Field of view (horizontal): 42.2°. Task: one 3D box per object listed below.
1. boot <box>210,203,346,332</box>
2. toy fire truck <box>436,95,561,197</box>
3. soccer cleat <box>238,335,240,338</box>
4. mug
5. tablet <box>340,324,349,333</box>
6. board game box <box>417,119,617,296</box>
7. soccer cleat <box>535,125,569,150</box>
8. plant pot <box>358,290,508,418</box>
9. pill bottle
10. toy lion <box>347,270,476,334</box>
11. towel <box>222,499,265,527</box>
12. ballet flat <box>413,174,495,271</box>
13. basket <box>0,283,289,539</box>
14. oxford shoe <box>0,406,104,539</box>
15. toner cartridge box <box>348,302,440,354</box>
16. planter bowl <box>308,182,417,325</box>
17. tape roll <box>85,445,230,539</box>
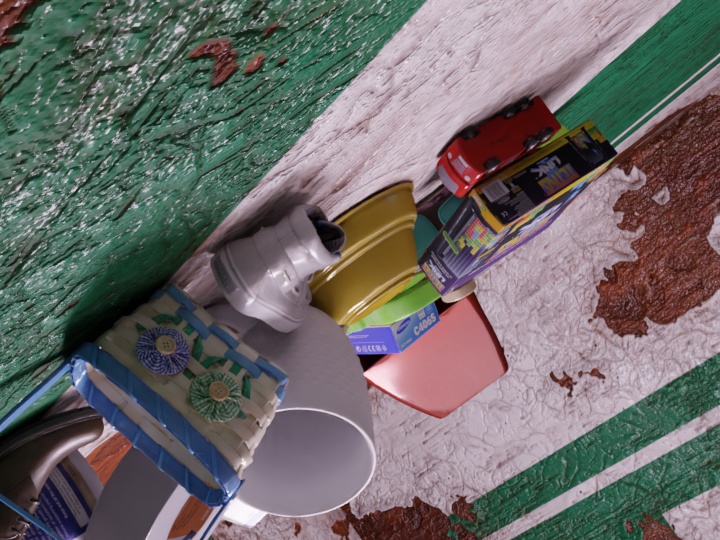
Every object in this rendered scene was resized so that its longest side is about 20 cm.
[{"bbox_3d":[-0.050,-0.002,0.793,0.095,0.074,0.200,-30,172,6],"label":"boot"},{"bbox_3d":[0.146,-0.125,1.025,0.199,0.049,0.141,-31,170,-34],"label":"toy fire truck"},{"bbox_3d":[-0.145,0.112,1.015,0.066,0.077,0.200,-20,171,8],"label":"soccer cleat"},{"bbox_3d":[-0.081,0.108,0.897,0.147,0.199,0.176,-39,-149,22],"label":"mug"},{"bbox_3d":[-0.067,0.096,1.095,0.129,0.014,0.201,-21,-150,32],"label":"tablet"},{"bbox_3d":[0.176,-0.069,1.057,0.199,0.057,0.166,-31,165,-30],"label":"board game box"},{"bbox_3d":[0.200,-0.111,1.216,0.199,0.081,0.068,-37,172,4],"label":"soccer cleat"},{"bbox_3d":[0.109,0.100,1.407,0.199,0.176,0.200,-37,-153,11],"label":"plant pot"},{"bbox_3d":[-0.359,0.278,0.957,0.199,0.116,0.116,-32,171,-28],"label":"pill bottle"},{"bbox_3d":[0.032,0.030,1.229,0.190,0.069,0.200,-32,-165,-11],"label":"toy lion"},{"bbox_3d":[-0.160,0.234,1.123,0.199,0.024,0.147,33,108,-36],"label":"towel"},{"bbox_3d":[0.091,-0.057,1.151,0.199,0.069,0.071,-38,-176,-2],"label":"ballet flat"},{"bbox_3d":[-0.164,0.122,0.703,0.201,0.176,0.139,-53,180,-22],"label":"basket"},{"bbox_3d":[-0.305,0.195,0.826,0.199,0.085,0.073,-35,171,-18],"label":"oxford shoe"},{"bbox_3d":[0.005,0.076,1.297,0.199,0.044,0.095,-6,-158,45],"label":"toner cartridge box"},{"bbox_3d":[0.000,0.000,0.999,0.199,0.084,0.200,-36,173,-5],"label":"planter bowl"},{"bbox_3d":[-0.195,0.234,0.976,0.201,0.066,0.201,-53,163,-24],"label":"tape roll"}]
